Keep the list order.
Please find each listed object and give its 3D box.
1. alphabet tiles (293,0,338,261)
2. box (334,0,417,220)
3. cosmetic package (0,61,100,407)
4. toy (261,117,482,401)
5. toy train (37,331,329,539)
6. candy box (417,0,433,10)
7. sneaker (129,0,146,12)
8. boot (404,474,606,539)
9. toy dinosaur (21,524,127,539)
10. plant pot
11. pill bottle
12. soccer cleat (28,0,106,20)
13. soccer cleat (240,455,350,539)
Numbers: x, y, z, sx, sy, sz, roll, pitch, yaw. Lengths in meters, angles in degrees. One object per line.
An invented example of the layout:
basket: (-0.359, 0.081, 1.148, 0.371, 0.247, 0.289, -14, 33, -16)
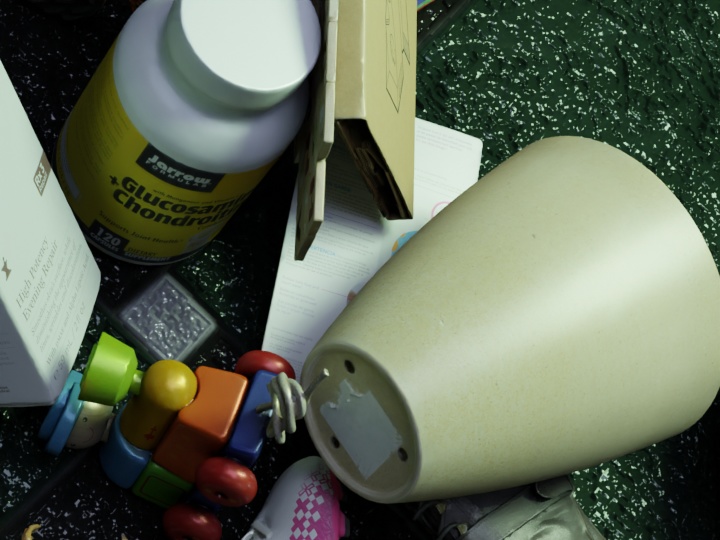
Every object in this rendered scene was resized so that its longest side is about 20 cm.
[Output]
alphabet tiles: (-0.025, -0.113, 1.302, 0.008, 0.167, 0.201, 4, 77, -7)
box: (0.010, -0.149, 1.337, 0.021, 0.164, 0.201, -2, 72, 11)
cosmetic package: (-0.209, -0.031, 1.221, 0.074, 0.201, 0.102, -3, 45, 17)
toy: (0.000, 0.000, 1.401, 0.115, 0.047, 0.201, 19, 65, -20)
toy train: (-0.097, 0.066, 1.236, 0.115, 0.200, 0.085, 24, 59, -8)
candy box: (-0.042, -0.235, 1.474, 0.169, 0.077, 0.200, -34, 83, -34)
sneaker: (-0.128, -0.186, 1.350, 0.111, 0.200, 0.078, 14, 57, -1)
boot: (0.079, 0.185, 1.348, 0.174, 0.069, 0.200, 48, 52, 9)
toy dinosaur: (-0.153, 0.195, 1.221, 0.106, 0.061, 0.200, -21, 48, -35)
plant pot: (0.069, 0.047, 1.289, 0.200, 0.187, 0.188, -27, 80, -38)
pill bottle: (-0.095, -0.090, 1.306, 0.111, 0.200, 0.113, 10, 63, -20)
soccer cleat: (-0.229, -0.229, 1.394, 0.199, 0.068, 0.073, 32, 50, -12)
soccer cleat: (-0.062, 0.184, 1.270, 0.086, 0.070, 0.201, 20, 60, -16)
